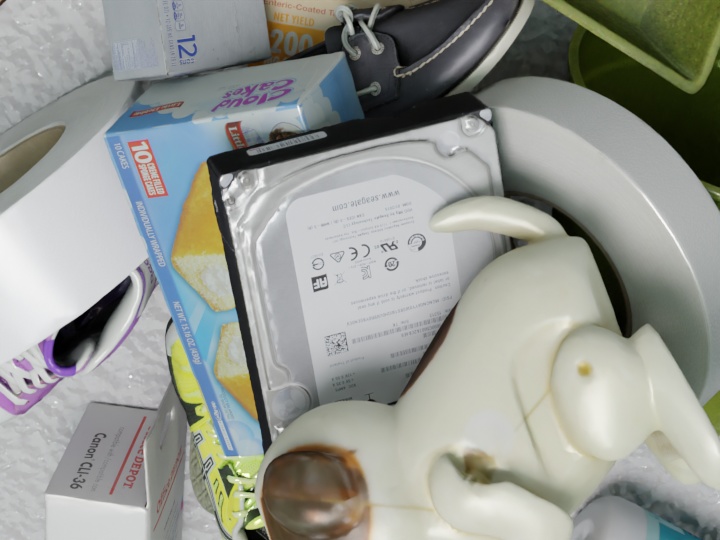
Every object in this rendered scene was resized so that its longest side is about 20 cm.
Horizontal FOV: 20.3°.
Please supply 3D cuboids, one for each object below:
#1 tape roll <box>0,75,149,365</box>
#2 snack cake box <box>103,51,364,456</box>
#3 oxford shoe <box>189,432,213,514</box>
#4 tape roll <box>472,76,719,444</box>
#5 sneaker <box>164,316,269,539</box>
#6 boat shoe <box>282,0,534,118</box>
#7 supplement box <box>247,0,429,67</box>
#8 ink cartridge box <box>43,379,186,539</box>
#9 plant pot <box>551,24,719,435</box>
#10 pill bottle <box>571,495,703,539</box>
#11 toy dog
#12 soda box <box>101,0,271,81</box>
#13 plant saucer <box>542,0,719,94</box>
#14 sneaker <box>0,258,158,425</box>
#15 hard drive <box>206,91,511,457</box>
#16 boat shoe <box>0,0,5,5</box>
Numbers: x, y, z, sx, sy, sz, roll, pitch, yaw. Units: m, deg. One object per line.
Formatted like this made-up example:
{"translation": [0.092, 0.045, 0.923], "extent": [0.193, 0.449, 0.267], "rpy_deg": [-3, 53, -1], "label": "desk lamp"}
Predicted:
{"translation": [-0.188, -0.024, 1.128], "extent": [0.202, 0.203, 0.071], "rpy_deg": [-29, 110, 19], "label": "tape roll"}
{"translation": [-0.041, -0.005, 1.055], "extent": [0.115, 0.067, 0.201], "rpy_deg": [-6, 117, 26], "label": "snack cake box"}
{"translation": [-0.063, 0.055, 1.235], "extent": [0.058, 0.075, 0.201], "rpy_deg": [-6, 113, -34], "label": "oxford shoe"}
{"translation": [0.105, -0.002, 1.032], "extent": [0.202, 0.037, 0.203], "rpy_deg": [30, 139, 29], "label": "tape roll"}
{"translation": [-0.059, 0.104, 1.171], "extent": [0.075, 0.076, 0.201], "rpy_deg": [-19, 117, -3], "label": "sneaker"}
{"translation": [0.000, -0.105, 1.054], "extent": [0.200, 0.073, 0.063], "rpy_deg": [-30, 118, 30], "label": "boat shoe"}
{"translation": [0.014, -0.202, 1.086], "extent": [0.126, 0.074, 0.201], "rpy_deg": [9, 117, 2], "label": "supplement box"}
{"translation": [-0.153, 0.164, 1.262], "extent": [0.067, 0.117, 0.201], "rpy_deg": [7, 116, 4], "label": "ink cartridge box"}
{"translation": [0.186, -0.016, 1.104], "extent": [0.200, 0.201, 0.193], "rpy_deg": [14, 127, 0], "label": "plant pot"}
{"translation": [0.214, 0.230, 1.253], "extent": [0.200, 0.111, 0.111], "rpy_deg": [28, 116, -7], "label": "pill bottle"}
{"translation": [0.047, 0.082, 0.934], "extent": [0.200, 0.140, 0.194], "rpy_deg": [-31, 94, -2], "label": "toy dog"}
{"translation": [-0.103, -0.203, 1.060], "extent": [0.068, 0.063, 0.201], "rpy_deg": [-13, 98, -33], "label": "soda box"}
{"translation": [0.124, -0.219, 1.013], "extent": [0.199, 0.048, 0.201], "rpy_deg": [26, 81, -33], "label": "plant saucer"}
{"translation": [-0.194, 0.043, 1.210], "extent": [0.073, 0.114, 0.200], "rpy_deg": [39, 115, -14], "label": "sneaker"}
{"translation": [0.010, 0.024, 0.996], "extent": [0.139, 0.038, 0.201], "rpy_deg": [-14, 114, -11], "label": "hard drive"}
{"translation": [-0.255, -0.151, 1.147], "extent": [0.200, 0.070, 0.070], "rpy_deg": [-39, 107, 23], "label": "boat shoe"}
